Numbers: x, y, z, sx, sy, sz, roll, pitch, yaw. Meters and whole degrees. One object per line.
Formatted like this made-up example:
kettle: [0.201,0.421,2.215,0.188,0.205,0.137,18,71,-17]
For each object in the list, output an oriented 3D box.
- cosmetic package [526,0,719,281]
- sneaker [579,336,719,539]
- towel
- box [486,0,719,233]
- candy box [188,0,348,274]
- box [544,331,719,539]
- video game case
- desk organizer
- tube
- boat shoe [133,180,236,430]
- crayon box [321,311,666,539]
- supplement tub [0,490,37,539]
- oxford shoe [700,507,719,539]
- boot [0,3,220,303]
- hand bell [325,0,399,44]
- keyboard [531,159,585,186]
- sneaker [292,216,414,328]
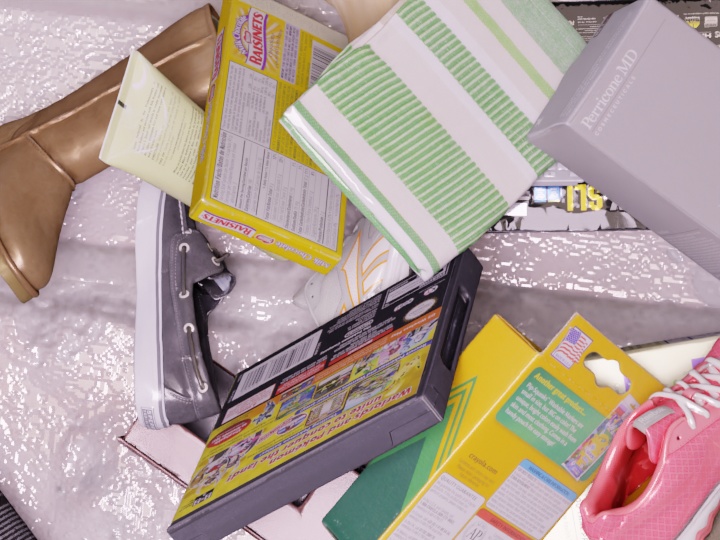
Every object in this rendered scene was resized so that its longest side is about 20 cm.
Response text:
cosmetic package: [0.220,-0.074,1.210,0.200,0.090,0.107,34,80,-12]
sneaker: [0.205,0.098,1.152,0.074,0.087,0.200,27,79,46]
towel: [0.060,-0.110,1.220,0.153,0.023,0.200,48,67,-8]
box: [0.168,-0.106,1.295,0.199,0.049,0.160,-2,92,6]
candy box: [-0.053,-0.096,1.243,0.102,0.026,0.200,22,48,-19]
box: [0.206,0.136,1.264,0.199,0.097,0.177,-10,88,7]
video game case: [-0.019,0.080,1.188,0.200,0.181,0.026,-30,109,25]
desk organizer: [-0.061,0.141,1.306,0.200,0.072,0.077,34,91,5]
tube: [-0.101,-0.068,1.254,0.052,0.200,0.058,-38,52,14]
boat shoe: [-0.118,0.013,1.289,0.066,0.070,0.201,-4,58,5]
crayon box: [0.086,0.115,1.167,0.200,0.126,0.052,-49,45,4]
supplement tub: [-0.291,0.199,1.305,0.122,0.123,0.200,-38,86,5]
oxford shoe: [0.236,0.161,1.178,0.075,0.070,0.200,33,91,12]
boot: [-0.169,-0.086,1.287,0.200,0.066,0.175,-27,46,6]
hand bell: [0.024,-0.112,1.251,0.104,0.104,0.201,-6,69,6]
keyboard: [0.053,-0.080,1.267,0.199,0.011,0.056,0,58,10]
sneaker: [0.000,0.000,1.302,0.092,0.076,0.201,9,86,17]
